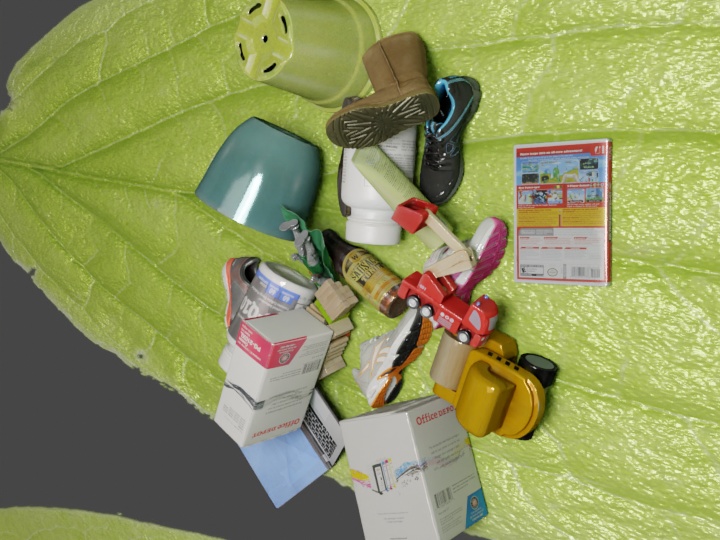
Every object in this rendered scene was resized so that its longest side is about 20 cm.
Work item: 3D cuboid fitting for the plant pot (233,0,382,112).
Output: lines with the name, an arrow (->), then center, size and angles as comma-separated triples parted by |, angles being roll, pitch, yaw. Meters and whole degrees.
plant pot -> -0.097, -0.366, 1.287 | 0.200, 0.184, 0.202 | 4, 96, 38

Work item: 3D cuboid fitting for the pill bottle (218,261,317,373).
pill bottle -> -0.168, 0.095, 1.409 | 0.114, 0.114, 0.201 | 33, 101, 31

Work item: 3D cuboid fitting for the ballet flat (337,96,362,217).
ballet flat -> -0.010, -0.189, 1.325 | 0.067, 0.046, 0.201 | -150, 61, -69

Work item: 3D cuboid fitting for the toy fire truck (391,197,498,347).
toy fire truck -> 0.121, 0.002, 1.129 | 0.200, 0.049, 0.141 | 34, 124, 19

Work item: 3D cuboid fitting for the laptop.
laptop -> -0.134, 0.288, 1.416 | 0.188, 0.116, 0.200 | 53, 147, 21

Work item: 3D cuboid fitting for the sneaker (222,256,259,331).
sneaker -> -0.205, 0.067, 1.487 | 0.082, 0.077, 0.201 | -15, 85, 32

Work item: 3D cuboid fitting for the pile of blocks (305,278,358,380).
pile of blocks -> -0.049, 0.098, 1.363 | 0.082, 0.062, 0.201 | 35, 126, 31

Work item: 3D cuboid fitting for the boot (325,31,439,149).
boot -> 0.025, -0.272, 1.182 | 0.174, 0.066, 0.201 | -14, 42, 3

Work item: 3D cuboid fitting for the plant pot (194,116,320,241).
plant pot -> -0.160, -0.166, 1.357 | 0.200, 0.200, 0.162 | 33, 102, 31

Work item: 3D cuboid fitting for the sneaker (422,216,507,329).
sneaker -> 0.143, -0.007, 1.196 | 0.088, 0.081, 0.200 | 46, 119, 24

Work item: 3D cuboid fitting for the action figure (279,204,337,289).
action figure -> -0.079, -0.015, 1.322 | 0.055, 0.200, 0.118 | -37, 58, -8

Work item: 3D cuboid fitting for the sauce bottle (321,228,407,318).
sauce bottle -> 0.000, 0.000, 1.320 | 0.200, 0.066, 0.066 | 39, 116, 31

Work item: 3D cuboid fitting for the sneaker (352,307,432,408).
sneaker -> 0.041, 0.127, 1.298 | 0.092, 0.076, 0.201 | 44, 118, 32

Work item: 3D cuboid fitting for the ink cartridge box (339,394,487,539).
ink cartridge box -> 0.082, 0.308, 1.233 | 0.144, 0.147, 0.201 | -17, 83, 38

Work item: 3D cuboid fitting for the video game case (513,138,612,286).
video game case -> 0.284, -0.080, 1.118 | 0.142, 0.017, 0.201 | 3, 96, 38

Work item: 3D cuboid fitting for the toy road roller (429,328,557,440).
toy road roller -> 0.174, 0.163, 1.146 | 0.200, 0.146, 0.123 | 28, 110, 33

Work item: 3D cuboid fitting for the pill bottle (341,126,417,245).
pill bottle -> 0.027, -0.145, 1.253 | 0.114, 0.114, 0.201 | 11, 101, 37

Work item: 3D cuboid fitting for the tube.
tube -> 0.059, -0.115, 1.182 | 0.052, 0.200, 0.058 | -46, 24, -3

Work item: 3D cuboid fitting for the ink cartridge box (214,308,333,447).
ink cartridge box -> -0.145, 0.176, 1.315 | 0.084, 0.144, 0.201 | 33, 115, 32

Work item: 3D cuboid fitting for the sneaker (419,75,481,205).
sneaker -> 0.118, -0.197, 1.197 | 0.073, 0.082, 0.201 | 21, 108, 34
